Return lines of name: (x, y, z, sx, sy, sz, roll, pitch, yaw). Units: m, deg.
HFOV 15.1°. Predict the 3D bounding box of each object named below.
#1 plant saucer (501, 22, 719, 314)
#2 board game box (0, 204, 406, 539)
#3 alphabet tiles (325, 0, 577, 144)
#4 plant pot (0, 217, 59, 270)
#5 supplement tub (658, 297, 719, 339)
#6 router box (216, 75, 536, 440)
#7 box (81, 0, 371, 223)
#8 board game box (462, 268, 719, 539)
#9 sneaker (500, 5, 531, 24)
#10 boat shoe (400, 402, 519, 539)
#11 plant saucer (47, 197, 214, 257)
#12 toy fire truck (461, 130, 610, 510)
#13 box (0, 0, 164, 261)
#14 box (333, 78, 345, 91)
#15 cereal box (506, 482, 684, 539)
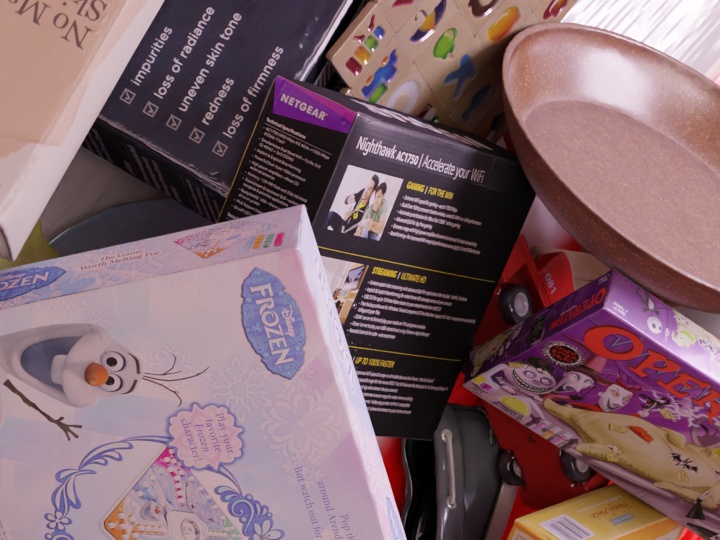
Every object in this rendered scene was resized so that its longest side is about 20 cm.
plant saucer: (0.147, -0.042, 1.318, 0.199, 0.201, 0.037, 20, 125, -23)
board game box: (-0.093, 0.086, 1.162, 0.198, 0.043, 0.201, -11, 117, 11)
alphabet tiles: (0.043, -0.101, 1.303, 0.167, 0.006, 0.200, -51, 155, -5)
plant pot: (-0.246, 0.006, 1.237, 0.184, 0.200, 0.201, -38, 108, -27)
supplement tub: (0.231, 0.020, 1.425, 0.144, 0.144, 0.201, 33, 67, -22)
router box: (0.000, 0.000, 1.262, 0.200, 0.051, 0.150, 11, 103, -61)
box: (-0.091, -0.155, 1.272, 0.196, 0.124, 0.201, 30, 82, 4)
board game box: (0.162, 0.078, 1.321, 0.199, 0.120, 0.032, 32, 51, -18)
sneaker: (0.062, -0.187, 1.387, 0.200, 0.073, 0.112, -35, 99, -38)
boat shoe: (0.027, 0.163, 1.411, 0.062, 0.073, 0.201, 24, 77, -31)
plant saucer: (-0.104, 0.063, 1.368, 0.200, 0.039, 0.203, -2, 95, -24)
toy fire truck: (0.101, 0.008, 1.413, 0.141, 0.049, 0.201, -41, 115, -45)
box: (-0.141, -0.116, 1.158, 0.095, 0.078, 0.201, 27, 77, 2)
box: (-0.005, -0.060, 1.377, 0.121, 0.032, 0.202, -2, 88, -39)
cereal box: (0.088, 0.207, 1.384, 0.144, 0.039, 0.201, -10, 128, -58)
